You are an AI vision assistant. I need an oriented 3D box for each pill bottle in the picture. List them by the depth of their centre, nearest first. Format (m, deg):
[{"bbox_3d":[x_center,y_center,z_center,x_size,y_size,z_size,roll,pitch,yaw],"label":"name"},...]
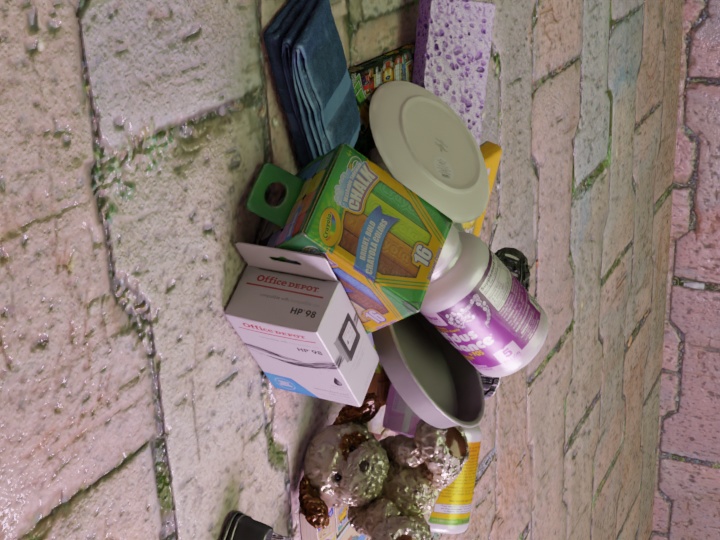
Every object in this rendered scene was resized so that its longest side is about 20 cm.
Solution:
[{"bbox_3d":[0.125,0.027,1.441,0.200,0.112,0.113,45,53,-28],"label":"pill bottle"},{"bbox_3d":[0.116,0.268,1.769,0.111,0.110,0.202,7,92,-65],"label":"pill bottle"}]

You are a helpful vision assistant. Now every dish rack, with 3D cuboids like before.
[{"bbox_3d":[-0.108,0.369,1.387,0.200,0.054,0.155,48,56,-62],"label":"dish rack"}]

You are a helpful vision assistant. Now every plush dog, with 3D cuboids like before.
[{"bbox_3d":[0.013,0.250,1.491,0.201,0.171,0.160,-63,-171,-17],"label":"plush dog"}]

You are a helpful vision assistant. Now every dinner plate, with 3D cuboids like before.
[{"bbox_3d":[0.092,-0.150,1.490,0.199,0.024,0.202,25,48,-31],"label":"dinner plate"}]

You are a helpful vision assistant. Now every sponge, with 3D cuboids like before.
[{"bbox_3d":[0.117,-0.254,1.596,0.111,0.030,0.202,0,99,-37],"label":"sponge"}]

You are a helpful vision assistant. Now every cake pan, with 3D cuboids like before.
[{"bbox_3d":[0.077,0.100,1.443,0.200,0.037,0.201,45,27,-30],"label":"cake pan"}]

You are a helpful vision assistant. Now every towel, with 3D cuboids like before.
[{"bbox_3d":[-0.044,-0.201,1.342,0.201,0.048,0.112,73,34,-43],"label":"towel"}]

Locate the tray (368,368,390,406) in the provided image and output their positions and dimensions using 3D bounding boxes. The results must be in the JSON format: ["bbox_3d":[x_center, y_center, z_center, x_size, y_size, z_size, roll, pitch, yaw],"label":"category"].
[{"bbox_3d":[0.057,0.119,1.683,0.200,0.037,0.100,-14,111,-65],"label":"tray"}]

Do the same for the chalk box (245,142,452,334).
[{"bbox_3d":[-0.026,-0.042,1.297,0.199,0.124,0.125,33,61,-20],"label":"chalk box"}]

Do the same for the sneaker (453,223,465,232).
[{"bbox_3d":[0.119,-0.067,1.561,0.200,0.075,0.117,20,82,-65],"label":"sneaker"}]

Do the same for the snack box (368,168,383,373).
[{"bbox_3d":[0.000,0.000,1.482,0.201,0.067,0.170,66,39,-53],"label":"snack box"}]

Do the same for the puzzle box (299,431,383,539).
[{"bbox_3d":[-0.018,0.318,1.597,0.200,0.025,0.134,-44,135,-53],"label":"puzzle box"}]

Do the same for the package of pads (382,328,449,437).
[{"bbox_3d":[0.089,0.115,1.600,0.120,0.075,0.202,11,91,-76],"label":"package of pads"}]

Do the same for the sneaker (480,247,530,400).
[{"bbox_3d":[0.164,0.066,1.578,0.079,0.073,0.202,-45,153,-86],"label":"sneaker"}]

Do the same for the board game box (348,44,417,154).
[{"bbox_3d":[0.026,-0.213,1.524,0.200,0.023,0.106,-37,133,-57],"label":"board game box"}]

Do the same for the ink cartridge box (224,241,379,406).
[{"bbox_3d":[-0.066,0.060,1.301,0.067,0.115,0.201,-66,151,-27],"label":"ink cartridge box"}]

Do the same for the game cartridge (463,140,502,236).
[{"bbox_3d":[0.123,-0.069,1.695,0.200,0.032,0.178,-38,148,-50],"label":"game cartridge"}]
